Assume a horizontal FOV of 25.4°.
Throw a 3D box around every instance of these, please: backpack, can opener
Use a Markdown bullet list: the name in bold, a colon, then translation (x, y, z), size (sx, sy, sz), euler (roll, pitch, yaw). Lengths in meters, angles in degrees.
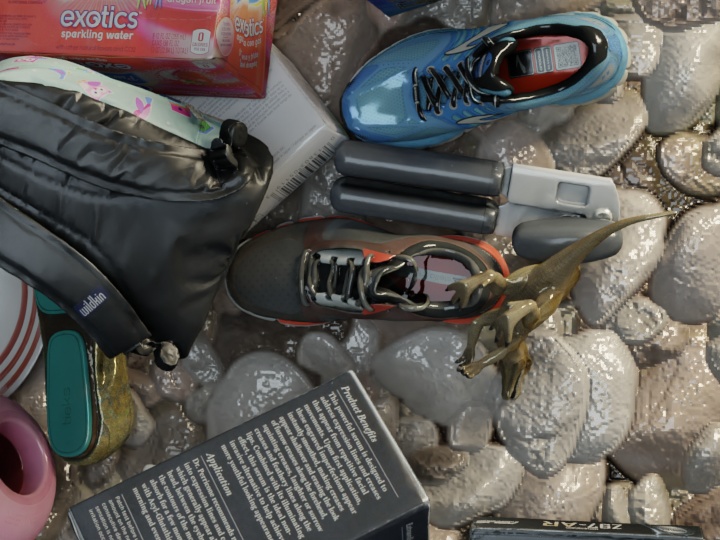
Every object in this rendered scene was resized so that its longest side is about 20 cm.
- **backpack**: translation (-0.172, -0.051, 1.015), size (0.198, 0.127, 0.168), euler (24, 97, -10)
- **can opener**: translation (0.077, -0.045, 1.065), size (0.198, 0.067, 0.054), euler (8, 112, 2)

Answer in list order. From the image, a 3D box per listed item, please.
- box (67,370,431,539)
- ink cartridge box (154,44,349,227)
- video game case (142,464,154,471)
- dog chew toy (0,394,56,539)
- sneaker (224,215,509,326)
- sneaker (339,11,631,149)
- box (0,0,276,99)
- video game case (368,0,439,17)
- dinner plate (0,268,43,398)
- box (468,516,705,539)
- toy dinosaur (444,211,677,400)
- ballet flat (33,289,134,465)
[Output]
- **box**: translation (-0.064, 0.179, 1.010), size (0.198, 0.149, 0.108), euler (-24, 59, -13)
- **ink cartridge box**: translation (-0.127, -0.115, 1.124), size (0.161, 0.050, 0.201), euler (-40, 68, 8)
- **video game case**: translation (-0.076, 0.233, 1.078), size (0.198, 0.024, 0.184), euler (10, 59, 8)
- **dog chew toy**: translation (-0.308, 0.160, 1.113), size (0.199, 0.124, 0.126), euler (-23, 87, 27)
- **sneaker**: translation (0.000, 0.000, 1.078), size (0.198, 0.082, 0.078), euler (-2, 91, 9)
- **sneaker**: translation (0.077, -0.134, 1.058), size (0.198, 0.090, 0.079), euler (-15, 89, 13)
- **box**: translation (-0.163, -0.179, 1.073), size (0.198, 0.095, 0.104), euler (4, 82, 19)
- **video game case**: translation (0.082, -0.214, 1.001), size (0.179, 0.200, 0.046), euler (-16, 91, 9)
- **dinner plate**: translation (-0.314, 0.014, 1.159), size (0.198, 0.024, 0.203), euler (0, 90, 9)
- **box**: translation (0.150, 0.272, 1.079), size (0.158, 0.044, 0.203), euler (2, 92, 9)
- **toy dinosaur**: translation (0.110, 0.014, 1.023), size (0.058, 0.100, 0.201), euler (55, 139, 22)
- **ballet flat**: translation (-0.190, 0.034, 1.119), size (0.070, 0.071, 0.203), euler (-4, 88, 9)
